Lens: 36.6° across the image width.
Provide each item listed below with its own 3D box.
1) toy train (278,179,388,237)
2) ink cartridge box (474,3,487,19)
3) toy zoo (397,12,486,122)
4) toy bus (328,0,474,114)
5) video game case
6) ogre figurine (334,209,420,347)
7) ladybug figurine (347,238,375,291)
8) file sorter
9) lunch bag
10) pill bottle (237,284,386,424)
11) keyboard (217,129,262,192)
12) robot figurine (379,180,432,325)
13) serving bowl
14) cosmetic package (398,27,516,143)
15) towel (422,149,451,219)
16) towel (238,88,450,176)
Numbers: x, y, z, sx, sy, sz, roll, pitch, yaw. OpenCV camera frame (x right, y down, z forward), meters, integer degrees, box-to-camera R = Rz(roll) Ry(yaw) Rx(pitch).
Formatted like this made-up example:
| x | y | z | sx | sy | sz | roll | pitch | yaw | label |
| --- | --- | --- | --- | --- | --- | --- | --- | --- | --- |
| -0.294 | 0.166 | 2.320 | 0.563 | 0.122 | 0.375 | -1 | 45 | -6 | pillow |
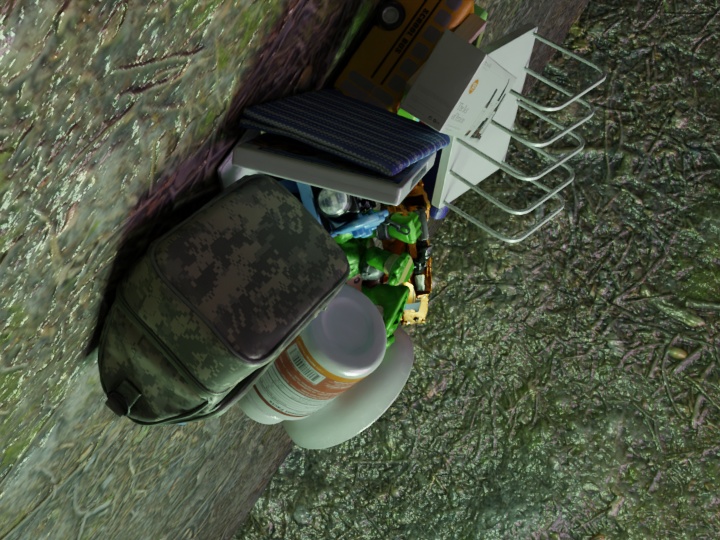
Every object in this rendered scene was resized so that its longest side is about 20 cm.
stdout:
| x | y | z | sx | sy | sz | roll | pitch | yaw | label |
| --- | --- | --- | --- | --- | --- | --- | --- | --- | --- |
| -0.038 | -0.065 | 1.095 | 0.113 | 0.088 | 0.200 | -18 | -177 | 8 | toy train |
| 0.050 | -0.205 | 1.234 | 0.201 | 0.084 | 0.146 | -55 | 172 | -15 | ink cartridge box |
| 0.069 | -0.160 | 1.146 | 0.131 | 0.020 | 0.201 | -49 | 167 | -34 | toy zoo |
| 0.030 | -0.206 | 1.113 | 0.201 | 0.078 | 0.065 | -56 | 173 | -3 | toy bus |
| -0.016 | -0.100 | 0.959 | 0.200 | 0.142 | 0.018 | -50 | 154 | -71 | video game case |
| 0.000 | 0.000 | 1.266 | 0.098 | 0.119 | 0.201 | -56 | 161 | -26 | ogre figurine |
| -0.031 | -0.007 | 1.449 | 0.137 | 0.072 | 0.200 | -63 | -166 | -9 | ladybug figurine |
| 0.185 | -0.154 | 1.271 | 0.138 | 0.124 | 0.201 | -33 | 147 | -38 | file sorter |
| -0.125 | 0.033 | 0.942 | 0.168 | 0.139 | 0.200 | -41 | -176 | 39 | lunch bag |
| -0.065 | 0.103 | 1.250 | 0.200 | 0.112 | 0.112 | -39 | -172 | 47 | pill bottle |
| -0.111 | -0.078 | 1.026 | 0.056 | 0.011 | 0.200 | -49 | 171 | -15 | keyboard |
| 0.053 | -0.035 | 1.334 | 0.146 | 0.058 | 0.201 | -105 | -172 | -45 | robot figurine |
| -0.031 | 0.125 | 1.378 | 0.199 | 0.066 | 0.201 | -29 | -151 | 18 | serving bowl |
| 0.100 | -0.174 | 1.056 | 0.083 | 0.050 | 0.200 | -61 | 168 | 12 | cosmetic package |
| 0.101 | -0.184 | 1.392 | 0.049 | 0.148 | 0.202 | 1 | 120 | -42 | towel |
| -0.007 | -0.123 | 0.971 | 0.200 | 0.144 | 0.024 | -37 | 146 | -67 | towel |
